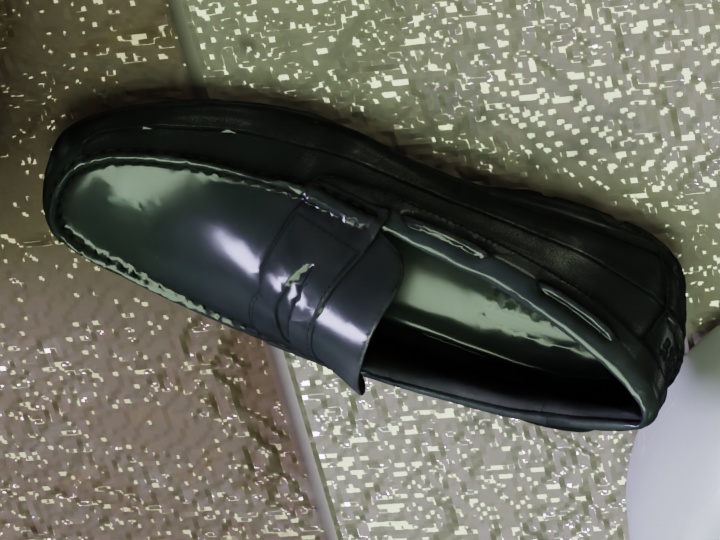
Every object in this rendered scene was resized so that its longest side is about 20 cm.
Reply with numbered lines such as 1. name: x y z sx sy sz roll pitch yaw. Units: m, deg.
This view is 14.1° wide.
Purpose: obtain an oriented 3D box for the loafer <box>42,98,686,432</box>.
1. loafer: 0.000 0.000 0.872 0.200 0.070 0.068 15 128 0

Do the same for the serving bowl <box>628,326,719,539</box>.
1. serving bowl: 0.181 0.094 0.906 0.200 0.066 0.200 5 128 7
